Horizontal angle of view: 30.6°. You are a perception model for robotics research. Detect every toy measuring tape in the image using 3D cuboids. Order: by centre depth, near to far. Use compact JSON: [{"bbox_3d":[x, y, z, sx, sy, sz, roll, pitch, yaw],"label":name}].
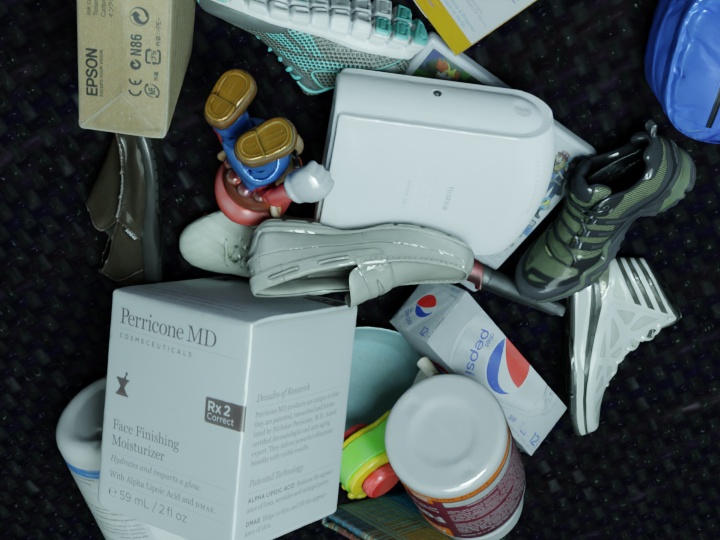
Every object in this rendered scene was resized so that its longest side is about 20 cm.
[{"bbox_3d":[0.018,0.164,1.286,0.072,0.074,0.201,14,133,-11],"label":"toy measuring tape"}]

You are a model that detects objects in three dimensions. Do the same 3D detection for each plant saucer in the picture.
[{"bbox_3d":[0.000,0.129,1.341,0.197,0.039,0.204,-1,123,-2],"label":"plant saucer"}]

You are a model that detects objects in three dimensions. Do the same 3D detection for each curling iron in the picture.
[{"bbox_3d":[0.109,0.008,1.234,0.198,0.050,0.026,23,115,-24],"label":"curling iron"}]

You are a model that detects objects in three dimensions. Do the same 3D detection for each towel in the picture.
[{"bbox_3d":[0.061,0.268,1.325,0.145,0.199,0.022,25,99,27],"label":"towel"}]

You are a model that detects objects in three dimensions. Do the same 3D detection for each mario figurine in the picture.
[{"bbox_3d":[-0.078,-0.110,1.116,0.104,0.126,0.200,-4,168,-2],"label":"mario figurine"}]

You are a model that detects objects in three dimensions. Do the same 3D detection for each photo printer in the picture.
[{"bbox_3d":[0.065,-0.088,1.136,0.196,0.070,0.167,7,141,-6],"label":"photo printer"}]

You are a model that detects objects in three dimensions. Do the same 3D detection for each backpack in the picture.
[{"bbox_3d":[0.342,-0.178,1.075,0.197,0.168,0.165,10,117,-4],"label":"backpack"}]

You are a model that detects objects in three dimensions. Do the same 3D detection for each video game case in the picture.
[{"bbox_3d":[0.086,-0.094,1.206,0.199,0.022,0.183,32,117,-20],"label":"video game case"}]

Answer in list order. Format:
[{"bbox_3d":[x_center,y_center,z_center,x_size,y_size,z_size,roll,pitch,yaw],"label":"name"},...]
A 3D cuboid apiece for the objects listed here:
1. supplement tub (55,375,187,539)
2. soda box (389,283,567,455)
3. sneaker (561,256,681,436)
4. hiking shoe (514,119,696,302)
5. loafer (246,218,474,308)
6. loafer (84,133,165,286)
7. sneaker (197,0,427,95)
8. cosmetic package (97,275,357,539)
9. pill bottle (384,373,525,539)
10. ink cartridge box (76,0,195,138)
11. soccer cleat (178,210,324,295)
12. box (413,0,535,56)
[{"bbox_3d":[-0.215,0.213,1.333,0.130,0.133,0.202,-12,123,6],"label":"supplement tub"},{"bbox_3d":[0.117,0.093,1.278,0.064,0.068,0.200,-50,125,-10],"label":"soda box"},{"bbox_3d":[0.258,0.077,1.292,0.113,0.076,0.203,-3,121,2],"label":"sneaker"},{"bbox_3d":[0.203,-0.057,1.191,0.200,0.076,0.100,-44,136,13],"label":"hiking shoe"},{"bbox_3d":[0.000,0.000,1.137,0.196,0.071,0.070,1,155,1],"label":"loafer"},{"bbox_3d":[-0.214,-0.063,1.183,0.070,0.073,0.203,1,124,-5],"label":"loafer"},{"bbox_3d":[-0.047,-0.191,1.108,0.197,0.078,0.092,16,126,-10],"label":"sneaker"},{"bbox_3d":[-0.119,0.120,1.185,0.163,0.164,0.204,10,100,32],"label":"cosmetic package"},{"bbox_3d":[0.096,0.187,1.247,0.112,0.116,0.201,-14,150,7],"label":"pill bottle"},{"bbox_3d":[-0.170,-0.231,1.019,0.074,0.166,0.203,5,123,-3],"label":"ink cartridge box"},{"bbox_3d":[-0.074,-0.016,1.207,0.196,0.078,0.070,1,134,6],"label":"soccer cleat"},{"bbox_3d":[0.124,-0.281,1.074,0.199,0.042,0.119,-33,119,16],"label":"box"}]
